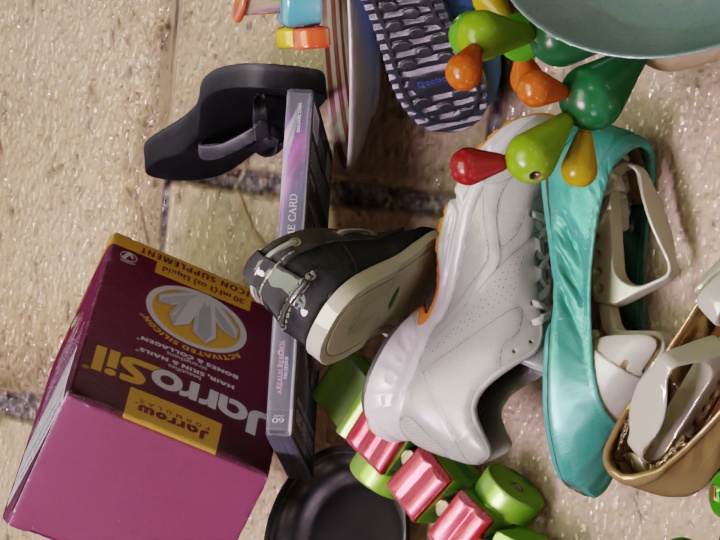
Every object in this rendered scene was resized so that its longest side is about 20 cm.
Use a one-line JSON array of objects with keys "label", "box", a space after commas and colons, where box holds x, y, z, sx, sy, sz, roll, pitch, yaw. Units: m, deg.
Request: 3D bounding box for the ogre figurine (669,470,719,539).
[{"label": "ogre figurine", "box": [0.207, 0.129, 1.399, 0.098, 0.120, 0.200, 46, 124, 38]}]

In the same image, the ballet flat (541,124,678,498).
[{"label": "ballet flat", "box": [0.134, 0.020, 1.547, 0.070, 0.067, 0.201, -5, 85, 38]}]

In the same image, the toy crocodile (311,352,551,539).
[{"label": "toy crocodile", "box": [0.039, 0.116, 1.639, 0.200, 0.062, 0.068, 47, 111, 31]}]

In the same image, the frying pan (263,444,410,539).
[{"label": "frying pan", "box": [0.006, 0.129, 1.725, 0.115, 0.031, 0.190, 38, 103, 43]}]

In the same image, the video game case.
[{"label": "video game case", "box": [-0.035, 0.011, 1.701, 0.143, 0.019, 0.201, 74, -161, -76]}]

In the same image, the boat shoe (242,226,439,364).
[{"label": "boat shoe", "box": [0.000, 0.000, 1.616, 0.067, 0.200, 0.072, 30, 107, 17]}]

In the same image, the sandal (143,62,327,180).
[{"label": "sandal", "box": [-0.074, -0.083, 1.802, 0.200, 0.076, 0.043, 143, 125, -63]}]

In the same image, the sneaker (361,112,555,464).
[{"label": "sneaker", "box": [0.083, 0.015, 1.595, 0.092, 0.076, 0.201, 24, 91, 30]}]

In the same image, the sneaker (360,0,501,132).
[{"label": "sneaker", "box": [0.033, -0.176, 1.621, 0.066, 0.079, 0.201, -6, 124, 18]}]

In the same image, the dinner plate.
[{"label": "dinner plate", "box": [-0.007, -0.155, 1.708, 0.200, 0.024, 0.201, 176, 90, -84]}]

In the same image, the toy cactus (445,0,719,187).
[{"label": "toy cactus", "box": [0.127, -0.115, 1.526, 0.164, 0.200, 0.103, -3, 125, 18]}]

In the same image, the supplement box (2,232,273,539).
[{"label": "supplement box", "box": [-0.121, 0.083, 1.741, 0.200, 0.131, 0.103, -83, 18, -61]}]

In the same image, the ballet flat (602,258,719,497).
[{"label": "ballet flat", "box": [0.186, 0.037, 1.478, 0.069, 0.063, 0.200, 51, 125, 40]}]

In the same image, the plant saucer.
[{"label": "plant saucer", "box": [0.165, -0.181, 1.484, 0.200, 0.039, 0.202, -10, 57, 15]}]

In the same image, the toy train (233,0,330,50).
[{"label": "toy train", "box": [-0.053, -0.221, 1.739, 0.151, 0.055, 0.200, 91, 173, -45]}]
